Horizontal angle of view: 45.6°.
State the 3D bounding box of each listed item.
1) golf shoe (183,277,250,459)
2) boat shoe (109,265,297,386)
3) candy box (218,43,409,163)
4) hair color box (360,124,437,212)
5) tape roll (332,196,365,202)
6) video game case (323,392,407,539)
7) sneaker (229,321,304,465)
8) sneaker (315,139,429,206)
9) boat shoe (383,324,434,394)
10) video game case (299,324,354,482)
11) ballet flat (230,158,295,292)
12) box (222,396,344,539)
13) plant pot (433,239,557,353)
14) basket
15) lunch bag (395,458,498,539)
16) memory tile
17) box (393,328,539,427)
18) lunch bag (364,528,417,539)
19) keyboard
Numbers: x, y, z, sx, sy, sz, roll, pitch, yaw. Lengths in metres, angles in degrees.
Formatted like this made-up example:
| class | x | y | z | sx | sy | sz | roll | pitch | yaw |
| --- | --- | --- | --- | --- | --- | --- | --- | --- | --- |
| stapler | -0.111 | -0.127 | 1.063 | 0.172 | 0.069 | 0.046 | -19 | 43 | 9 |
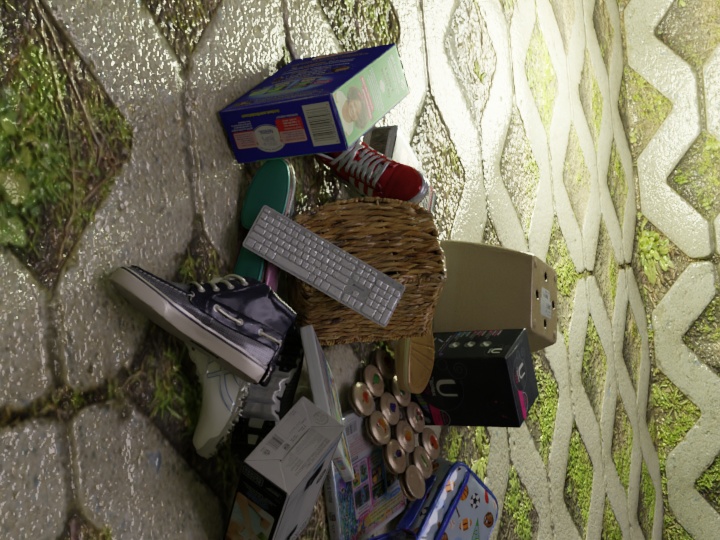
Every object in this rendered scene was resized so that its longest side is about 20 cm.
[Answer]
| class | x | y | z | sx | sy | sz | roll | pitch | yaw |
| --- | --- | --- | --- | --- | --- | --- | --- | --- | --- |
| golf shoe | -0.165 | 0.105 | 0.967 | 0.096 | 0.078 | 0.203 | 22 | 78 | -17 |
| boat shoe | -0.160 | 0.033 | 0.905 | 0.199 | 0.074 | 0.094 | 38 | 71 | -21 |
| candy box | -0.054 | -0.215 | 1.088 | 0.200 | 0.166 | 0.078 | -51 | 131 | -48 |
| hair color box | 0.059 | -0.126 | 1.345 | 0.200 | 0.060 | 0.101 | 51 | 44 | -53 |
| tape roll | -0.001 | -0.005 | 1.262 | 0.199 | 0.047 | 0.205 | 12 | 76 | -58 |
| video game case | 0.006 | 0.292 | 1.256 | 0.199 | 0.023 | 0.186 | -13 | 97 | -60 |
| sneaker | -0.109 | 0.159 | 1.040 | 0.091 | 0.065 | 0.203 | 85 | 14 | -53 |
| sneaker | 0.003 | -0.150 | 1.172 | 0.072 | 0.199 | 0.112 | -54 | 131 | -8 |
| boat shoe | 0.071 | 0.100 | 1.338 | 0.074 | 0.068 | 0.203 | 38 | 47 | -43 |
| video game case | -0.040 | 0.173 | 1.078 | 0.201 | 0.018 | 0.145 | 76 | 1 | -63 |
| ballet flat | -0.117 | -0.037 | 1.064 | 0.071 | 0.068 | 0.204 | 43 | 54 | -64 |
| box | -0.091 | 0.251 | 0.953 | 0.117 | 0.060 | 0.202 | -44 | 160 | -47 |
| plant pot | 0.255 | 0.057 | 1.557 | 0.199 | 0.174 | 0.204 | 25 | 64 | -55 |
| basket | 0.000 | 0.000 | 1.134 | 0.150 | 0.196 | 0.145 | 102 | -20 | -55 |
| lunch bag | 0.130 | 0.410 | 1.354 | 0.161 | 0.075 | 0.201 | 50 | 58 | -30 |
| memory tile | 0.056 | 0.229 | 1.291 | 0.202 | 0.017 | 0.153 | 60 | 30 | -11 |
| box | 0.170 | 0.173 | 1.375 | 0.106 | 0.197 | 0.124 | -38 | 117 | -54 |
| lunch bag | 0.019 | 0.469 | 1.147 | 0.199 | 0.122 | 0.173 | -30 | 119 | -47 |
| keyboard | -0.043 | -0.005 | 1.025 | 0.198 | 0.011 | 0.057 | 30 | 74 | -4 |
